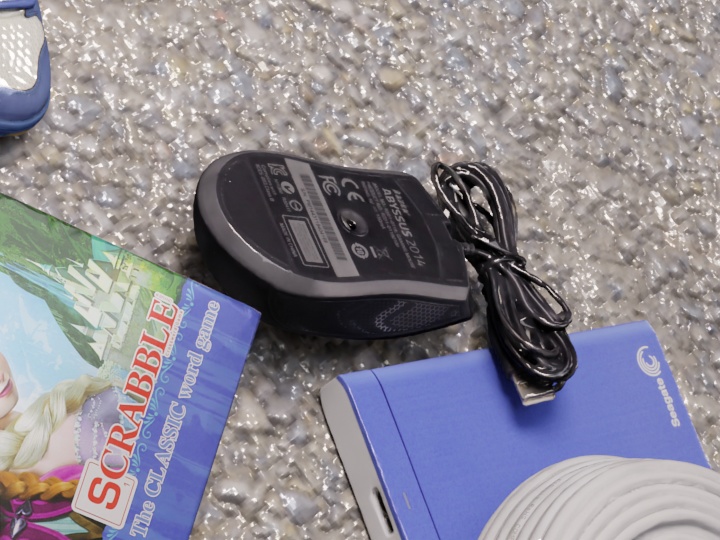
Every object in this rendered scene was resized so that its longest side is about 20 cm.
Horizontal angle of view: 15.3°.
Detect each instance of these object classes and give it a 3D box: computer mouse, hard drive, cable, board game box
[{"bbox_3d":[0.000,0.000,1.251,0.200,0.053,0.139,10,46,-36],"label":"computer mouse"},{"bbox_3d":[0.085,0.099,1.280,0.200,0.025,0.132,-9,71,-39],"label":"hard drive"},{"bbox_3d":[0.127,0.180,1.214,0.200,0.069,0.200,10,73,-36],"label":"cable"},{"bbox_3d":[-0.159,0.070,1.069,0.199,0.041,0.200,25,70,-23],"label":"board game box"}]

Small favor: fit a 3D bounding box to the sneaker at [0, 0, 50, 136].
[{"bbox_3d":[-0.179,-0.159,1.187,0.075,0.088,0.200,-12,74,-42],"label":"sneaker"}]
